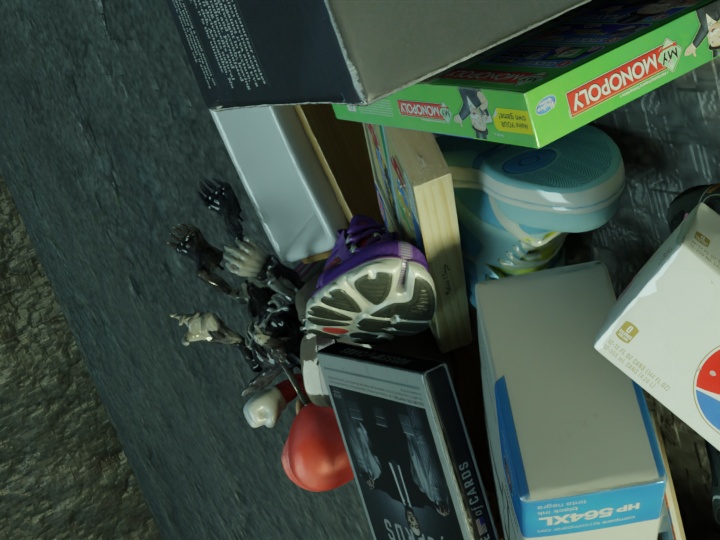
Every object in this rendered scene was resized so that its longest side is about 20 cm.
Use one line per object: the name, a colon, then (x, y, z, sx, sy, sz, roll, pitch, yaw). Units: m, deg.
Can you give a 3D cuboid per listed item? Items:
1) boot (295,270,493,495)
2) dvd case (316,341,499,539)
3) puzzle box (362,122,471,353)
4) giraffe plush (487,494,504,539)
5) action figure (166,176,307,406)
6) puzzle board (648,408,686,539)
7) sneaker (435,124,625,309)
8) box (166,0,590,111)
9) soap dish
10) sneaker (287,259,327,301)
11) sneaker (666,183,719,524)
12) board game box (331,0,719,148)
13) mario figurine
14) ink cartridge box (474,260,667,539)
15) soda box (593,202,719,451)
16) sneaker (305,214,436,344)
boot: (0.025, 0.080, 0.936, 0.145, 0.070, 0.203, -17, 74, 28)
dvd case: (0.039, 0.152, 0.857, 0.150, 0.024, 0.203, 4, 113, 61)
puzzle box: (0.033, -0.050, 0.818, 0.201, 0.025, 0.134, 76, 174, -56)
giraffe plush: (0.117, 0.287, 0.920, 0.201, 0.162, 0.172, 53, 164, -30)
action figure: (-0.100, 0.022, 1.028, 0.119, 0.101, 0.201, -49, 54, 19)
puzzle board: (0.188, 0.197, 0.776, 0.151, 0.017, 0.203, 76, -176, -75)
sneaker: (0.113, -0.020, 0.770, 0.200, 0.079, 0.132, -148, 37, -68)
box: (0.018, -0.175, 0.640, 0.198, 0.198, 0.125, 13, 127, 61)
soap dish: (-0.052, -0.110, 1.027, 0.202, 0.081, 0.157, 64, 158, -5)
sneaker: (-0.006, 0.025, 1.098, 0.089, 0.081, 0.200, 49, 166, -19)
sneaker: (0.203, 0.043, 0.657, 0.086, 0.079, 0.203, 33, 133, 59)
board game box: (0.082, -0.111, 0.654, 0.199, 0.133, 0.029, 21, 135, 60)
mario figurine: (-0.028, 0.128, 1.084, 0.201, 0.121, 0.107, -70, -31, -60)
ink cartridge box: (0.124, 0.116, 0.758, 0.201, 0.083, 0.148, 80, -179, -53)
soda box: (0.207, 0.062, 0.558, 0.199, 0.064, 0.068, 39, 121, 5)
sneaker: (0.000, 0.000, 0.823, 0.200, 0.079, 0.085, 150, 126, -77)
